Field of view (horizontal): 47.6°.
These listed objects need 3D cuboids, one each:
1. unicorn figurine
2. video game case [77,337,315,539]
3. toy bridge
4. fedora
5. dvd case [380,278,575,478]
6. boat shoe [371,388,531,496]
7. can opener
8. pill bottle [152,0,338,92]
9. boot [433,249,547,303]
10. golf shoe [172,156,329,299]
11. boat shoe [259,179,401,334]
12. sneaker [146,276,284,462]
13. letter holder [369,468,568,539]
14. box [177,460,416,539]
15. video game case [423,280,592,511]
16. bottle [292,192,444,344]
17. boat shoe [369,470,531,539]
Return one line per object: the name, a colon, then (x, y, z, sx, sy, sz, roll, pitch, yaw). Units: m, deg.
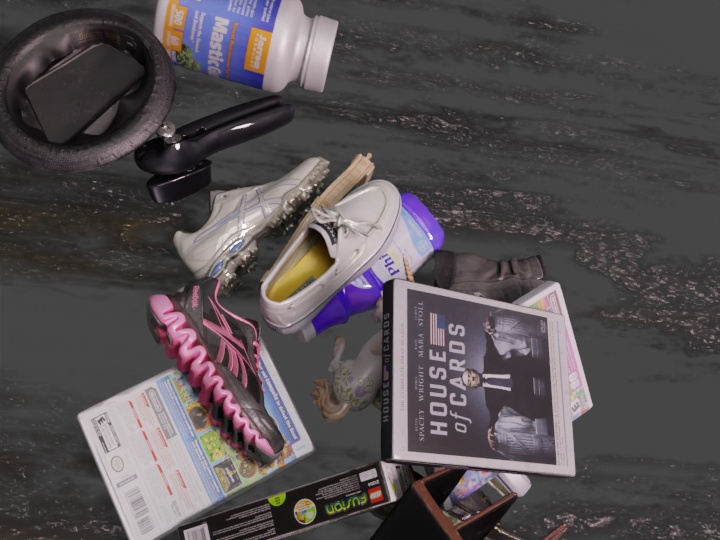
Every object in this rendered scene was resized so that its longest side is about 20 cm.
unicorn figurine: (0.022, 0.072, 0.807, 0.073, 0.138, 0.203, 24, 102, -10)
video game case: (-0.163, 0.165, 0.821, 0.197, 0.018, 0.145, -25, 77, -18)
toy bridge: (-0.044, -0.058, 0.904, 0.027, 0.067, 0.201, 34, 69, 4)
fedora: (-0.296, -0.181, 0.886, 0.196, 0.092, 0.205, 2, 72, -7)
dvd case: (0.106, 0.098, 0.719, 0.197, 0.025, 0.154, 12, 68, -29)
boat shoe: (0.090, 0.172, 0.857, 0.199, 0.072, 0.062, 42, 91, 10)
can opener: (-0.164, -0.153, 0.923, 0.199, 0.079, 0.063, -35, 57, -26)
pill bottle: (-0.129, -0.271, 0.938, 0.196, 0.112, 0.114, 14, 69, -5)
boot: (0.136, 0.054, 0.837, 0.129, 0.070, 0.203, 3, 52, 7)
golf shoe: (-0.119, -0.071, 0.893, 0.097, 0.079, 0.200, 40, 67, 11)
boat shoe: (-0.031, -0.032, 0.821, 0.074, 0.087, 0.202, 39, 70, 20)
sneaker: (-0.125, 0.090, 0.804, 0.095, 0.079, 0.201, -31, 80, -31)
letter holder: (0.078, 0.270, 0.744, 0.141, 0.202, 0.101, -11, 51, -44)
box: (-0.052, 0.217, 0.740, 0.197, 0.110, 0.035, -21, 73, 13)
video game case: (0.135, 0.118, 0.790, 0.198, 0.018, 0.146, -28, 109, -22)
bottle: (0.000, 0.000, 0.892, 0.199, 0.065, 0.084, -38, 82, -20)
boat shoe: (0.105, 0.247, 0.823, 0.197, 0.072, 0.067, 20, 73, 2)
